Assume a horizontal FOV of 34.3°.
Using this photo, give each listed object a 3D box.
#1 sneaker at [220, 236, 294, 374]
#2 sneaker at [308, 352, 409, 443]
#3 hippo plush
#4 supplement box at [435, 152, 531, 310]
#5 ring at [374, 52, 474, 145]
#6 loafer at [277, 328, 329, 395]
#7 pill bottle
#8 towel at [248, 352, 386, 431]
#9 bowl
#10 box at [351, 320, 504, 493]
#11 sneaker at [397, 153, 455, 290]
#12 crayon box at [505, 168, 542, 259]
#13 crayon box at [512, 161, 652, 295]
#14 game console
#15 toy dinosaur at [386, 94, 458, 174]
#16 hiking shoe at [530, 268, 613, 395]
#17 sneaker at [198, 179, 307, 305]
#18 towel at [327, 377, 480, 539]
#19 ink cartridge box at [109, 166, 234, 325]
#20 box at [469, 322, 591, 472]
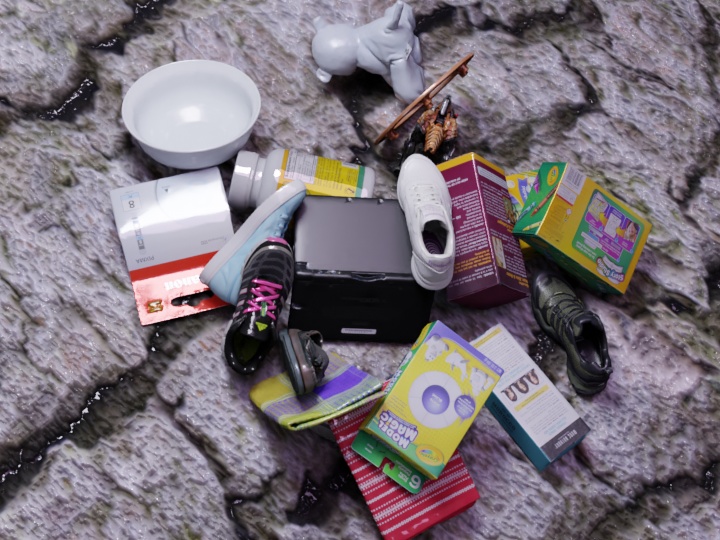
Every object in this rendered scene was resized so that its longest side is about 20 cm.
[{"bbox_3d":[-0.134,0.055,1.556,0.074,0.200,0.087,16,18,-18],"label":"sneaker"},{"bbox_3d":[0.017,0.170,1.582,0.202,0.077,0.146,20,72,-11],"label":"sneaker"},{"bbox_3d":[0.010,-0.327,1.817,0.161,0.200,0.160,-9,102,9],"label":"hippo plush"},{"bbox_3d":[0.167,-0.053,1.679,0.086,0.110,0.200,-19,70,28],"label":"supplement box"},{"bbox_3d":[0.099,-0.254,1.760,0.019,0.200,0.200,47,64,-1],"label":"ring"},{"bbox_3d":[-0.070,0.109,1.541,0.063,0.200,0.072,-12,102,-7],"label":"loafer"},{"bbox_3d":[-0.086,-0.114,1.698,0.200,0.113,0.113,12,61,-5],"label":"pill bottle"},{"bbox_3d":[-0.061,0.157,1.530,0.143,0.200,0.023,-21,105,-15],"label":"towel"},{"bbox_3d":[-0.244,-0.213,1.722,0.201,0.090,0.201,0,51,0],"label":"bowl"},{"bbox_3d":[0.085,0.178,1.513,0.117,0.048,0.200,36,73,-6],"label":"box"},{"bbox_3d":[0.099,-0.079,1.591,0.075,0.100,0.200,-7,65,-7],"label":"sneaker"},{"bbox_3d":[0.244,-0.082,1.779,0.200,0.052,0.126,-14,66,-17],"label":"crayon box"},{"bbox_3d":[0.327,-0.060,1.709,0.200,0.058,0.119,31,78,-30],"label":"crayon box"},{"bbox_3d":[0.000,0.000,1.652,0.200,0.176,0.116,2,36,-9],"label":"game console"},{"bbox_3d":[0.104,-0.200,1.761,0.102,0.136,0.200,27,18,21],"label":"toy dinosaur"},{"bbox_3d":[0.313,0.073,1.682,0.076,0.101,0.200,-17,67,-19],"label":"hiking shoe"},{"bbox_3d":[-0.129,-0.035,1.608,0.082,0.074,0.200,43,102,2],"label":"sneaker"},{"bbox_3d":[0.056,0.245,1.527,0.144,0.022,0.200,-25,87,-20],"label":"towel"},{"bbox_3d":[-0.256,-0.037,1.652,0.160,0.047,0.200,-13,68,-10],"label":"ink cartridge box"},{"bbox_3d":[0.224,0.177,1.641,0.082,0.049,0.200,-32,72,-23],"label":"box"}]
